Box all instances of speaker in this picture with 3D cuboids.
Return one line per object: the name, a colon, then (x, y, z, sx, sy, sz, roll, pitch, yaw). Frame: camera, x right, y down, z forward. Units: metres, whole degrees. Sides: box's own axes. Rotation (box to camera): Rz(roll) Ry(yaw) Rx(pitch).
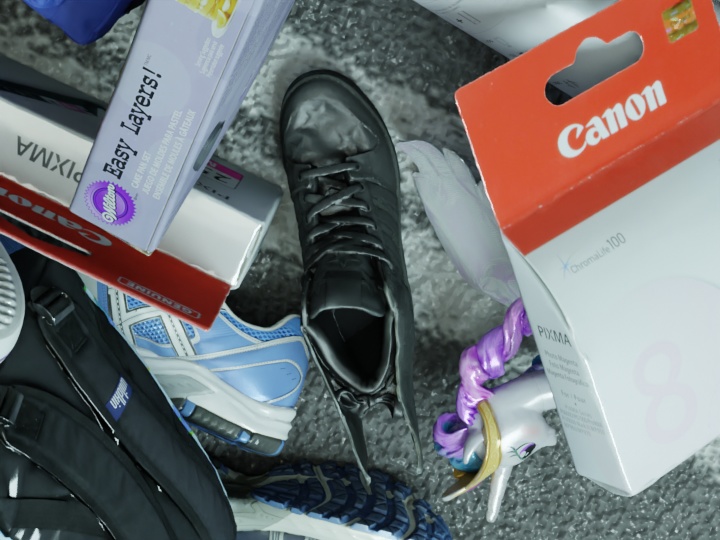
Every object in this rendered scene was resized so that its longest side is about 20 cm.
speaker: (0.089, -0.138, 1.044, 0.199, 0.081, 0.081, 28, 105, -27)

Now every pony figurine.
pony figurine: (0.113, 0.014, 1.091, 0.199, 0.167, 0.194, -20, 109, -7)

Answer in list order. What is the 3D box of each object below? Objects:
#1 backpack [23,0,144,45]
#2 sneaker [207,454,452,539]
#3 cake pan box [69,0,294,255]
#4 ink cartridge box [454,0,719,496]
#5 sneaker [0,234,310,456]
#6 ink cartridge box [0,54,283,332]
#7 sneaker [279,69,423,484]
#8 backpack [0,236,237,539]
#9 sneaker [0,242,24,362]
backpack: (-0.122, -0.227, 1.032, 0.162, 0.168, 0.200, 38, 100, -12)
sneaker: (-0.047, 0.152, 1.166, 0.198, 0.077, 0.086, 7, 108, 12)
cake pan box: (-0.057, -0.135, 1.007, 0.052, 0.201, 0.185, 28, 134, -3)
ink cartridge box: (0.143, -0.021, 1.004, 0.162, 0.057, 0.201, -30, 116, -27)
sneaker: (-0.118, 0.024, 1.146, 0.199, 0.076, 0.077, 27, 81, -3)
ink cartridge box: (-0.143, -0.049, 1.068, 0.199, 0.174, 0.044, 25, 102, -2)
sneaker: (-0.003, 0.000, 1.105, 0.060, 0.104, 0.201, -11, 102, 7)
backpack: (-0.143, 0.116, 1.054, 0.153, 0.164, 0.200, -27, 123, 37)
sneaker: (-0.227, 0.018, 1.015, 0.200, 0.072, 0.115, 38, 123, 40)
